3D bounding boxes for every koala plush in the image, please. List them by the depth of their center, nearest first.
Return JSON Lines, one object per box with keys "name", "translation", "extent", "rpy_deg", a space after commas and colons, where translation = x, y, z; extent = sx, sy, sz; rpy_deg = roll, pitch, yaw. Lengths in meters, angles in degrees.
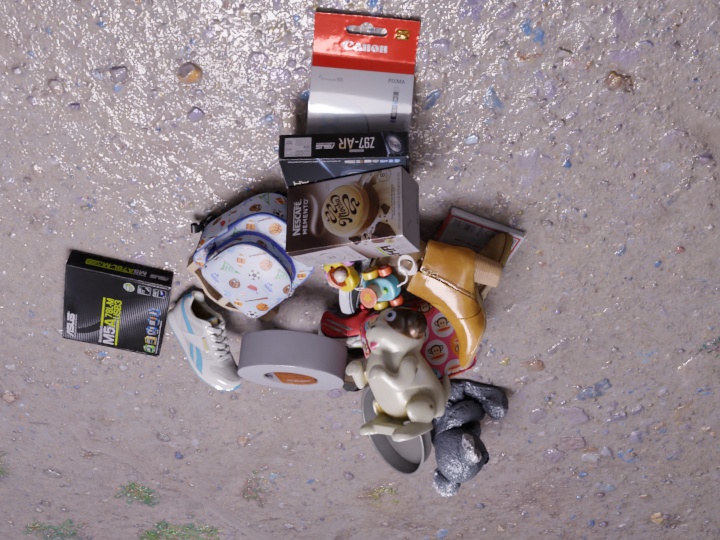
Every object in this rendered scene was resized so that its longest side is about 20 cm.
{"name": "koala plush", "translation": [0.195, 0.344, 1.733], "extent": [0.182, 0.202, 0.178], "rpy_deg": [19, 131, -14]}

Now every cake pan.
{"name": "cake pan", "translation": [0.074, 0.319, 1.746], "extent": [0.036, 0.200, 0.202], "rpy_deg": [-22, 143, -33]}

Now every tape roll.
{"name": "tape roll", "translation": [-0.124, 0.167, 1.571], "extent": [0.197, 0.067, 0.201], "rpy_deg": [5, 160, 2]}

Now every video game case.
{"name": "video game case", "translation": [0.183, -0.015, 1.530], "extent": [0.141, 0.018, 0.201], "rpy_deg": [18, 130, -14]}

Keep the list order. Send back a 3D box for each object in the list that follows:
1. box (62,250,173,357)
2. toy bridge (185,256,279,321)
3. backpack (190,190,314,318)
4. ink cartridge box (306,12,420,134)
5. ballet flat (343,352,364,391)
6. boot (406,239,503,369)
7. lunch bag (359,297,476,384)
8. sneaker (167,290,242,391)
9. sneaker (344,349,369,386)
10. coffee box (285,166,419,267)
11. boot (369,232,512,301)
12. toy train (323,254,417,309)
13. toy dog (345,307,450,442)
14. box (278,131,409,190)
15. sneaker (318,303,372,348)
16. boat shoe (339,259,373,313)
{"name": "box", "translation": [-0.460, 0.067, 1.615], "extent": [0.190, 0.048, 0.201], "rpy_deg": [12, 131, -11]}
{"name": "toy bridge", "translation": [-0.242, 0.041, 1.594], "extent": [0.199, 0.027, 0.067], "rpy_deg": [37, 127, -27]}
{"name": "backpack", "translation": [-0.168, -0.031, 1.450], "extent": [0.190, 0.155, 0.200], "rpy_deg": [-37, 120, 21]}
{"name": "ink cartridge box", "translation": [0.002, -0.277, 1.279], "extent": [0.158, 0.048, 0.202], "rpy_deg": [5, 134, -2]}
{"name": "ballet flat", "translation": [0.036, 0.173, 1.699], "extent": [0.199, 0.057, 0.067], "rpy_deg": [-37, 93, 25]}
{"name": "boot", "translation": [0.144, 0.055, 1.425], "extent": [0.142, 0.071, 0.204], "rpy_deg": [15, 108, 2]}
{"name": "lunch bag", "translation": [0.107, 0.140, 1.533], "extent": [0.197, 0.082, 0.179], "rpy_deg": [-15, 92, -6]}
{"name": "sneaker", "translation": [-0.281, 0.133, 1.591], "extent": [0.081, 0.076, 0.201], "rpy_deg": [-42, 80, 32]}
{"name": "sneaker", "translation": [-0.054, 0.180, 1.690], "extent": [0.198, 0.077, 0.070], "rpy_deg": [5, 164, 29]}
{"name": "coffee box", "translation": [-0.013, -0.080, 1.332], "extent": [0.197, 0.115, 0.080], "rpy_deg": [-9, 160, 23]}
{"name": "boot", "translation": [0.138, -0.024, 1.454], "extent": [0.198, 0.066, 0.177], "rpy_deg": [27, 99, -8]}
{"name": "toy train", "translation": [-0.009, -0.014, 1.416], "extent": [0.199, 0.056, 0.151], "rpy_deg": [32, 132, 19]}
{"name": "toy dog", "translation": [0.073, 0.162, 1.428], "extent": [0.192, 0.139, 0.203], "rpy_deg": [-14, 96, -25]}
{"name": "box", "translation": [-0.021, -0.161, 1.343], "extent": [0.197, 0.044, 0.160], "rpy_deg": [-1, 161, 2]}
{"name": "sneaker", "translation": [0.020, 0.103, 1.606], "extent": [0.197, 0.086, 0.077], "rpy_deg": [0, 174, -8]}
{"name": "boat shoe", "translation": [0.000, 0.000, 1.515], "extent": [0.070, 0.073, 0.202], "rpy_deg": [5, 131, 0]}
